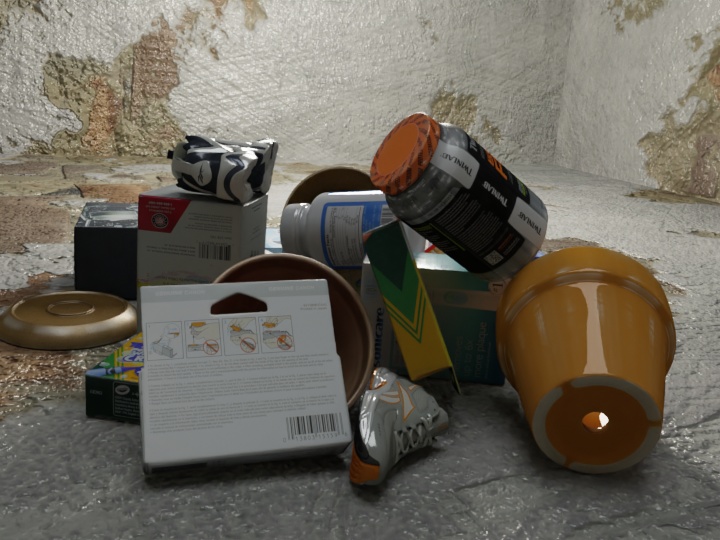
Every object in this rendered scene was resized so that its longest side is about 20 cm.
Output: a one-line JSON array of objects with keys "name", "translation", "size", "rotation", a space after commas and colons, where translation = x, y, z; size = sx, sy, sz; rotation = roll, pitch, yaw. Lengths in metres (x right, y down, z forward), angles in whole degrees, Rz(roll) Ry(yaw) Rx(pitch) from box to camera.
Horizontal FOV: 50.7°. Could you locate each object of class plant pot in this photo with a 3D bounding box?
[{"name": "plant pot", "translation": [0.242, 0.106, 0.813], "size": [0.197, 0.203, 0.184], "rotation": [6, 30, 8]}, {"name": "plant pot", "translation": [-0.409, 0.064, 1.072], "size": [0.197, 0.028, 0.200], "rotation": [5, 15, -1]}, {"name": "plant pot", "translation": [-0.024, -0.049, 1.301], "size": [0.183, 0.189, 0.200], "rotation": [7, -17, 11]}, {"name": "plant pot", "translation": [-0.089, 0.091, 0.843], "size": [0.198, 0.204, 0.093], "rotation": [0, -25, -15]}]

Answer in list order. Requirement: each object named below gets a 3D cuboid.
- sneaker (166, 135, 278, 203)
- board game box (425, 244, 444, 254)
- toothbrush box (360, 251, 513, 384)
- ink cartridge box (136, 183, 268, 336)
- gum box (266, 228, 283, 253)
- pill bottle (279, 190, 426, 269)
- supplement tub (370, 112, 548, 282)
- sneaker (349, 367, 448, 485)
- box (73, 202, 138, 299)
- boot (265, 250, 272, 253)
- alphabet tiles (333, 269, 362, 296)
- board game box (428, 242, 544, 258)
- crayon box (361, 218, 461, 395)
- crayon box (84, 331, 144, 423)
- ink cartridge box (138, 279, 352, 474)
[{"name": "sneaker", "translation": [-0.190, -0.147, 1.029], "size": [0.128, 0.081, 0.200], "rotation": [16, 24, 3]}, {"name": "board game box", "translation": [0.165, -0.025, 1.248], "size": [0.199, 0.047, 0.151], "rotation": [-38, -18, 27]}, {"name": "toothbrush box", "translation": [0.097, 0.058, 0.999], "size": [0.197, 0.149, 0.085], "rotation": [6, 15, 5]}, {"name": "ink cartridge box", "translation": [-0.216, -0.007, 1.053], "size": [0.143, 0.203, 0.145], "rotation": [7, 12, 6]}, {"name": "gum box", "translation": [-0.145, -0.046, 1.519], "size": [0.197, 0.045, 0.170], "rotation": [0, 16, -18]}, {"name": "pill bottle", "translation": [-0.011, -0.058, 1.097], "size": [0.197, 0.114, 0.112], "rotation": [1, 13, 21]}, {"name": "supplement tub", "translation": [0.113, -0.084, 0.875], "size": [0.199, 0.123, 0.122], "rotation": [34, -1, -29]}, {"name": "sneaker", "translation": [0.044, 0.155, 0.770], "size": [0.091, 0.077, 0.200], "rotation": [11, 17, 7]}, {"name": "box", "translation": [-0.368, -0.036, 1.275], "size": [0.197, 0.126, 0.197], "rotation": [0, 17, -15]}, {"name": "boot", "translation": [-0.166, 0.010, 1.245], "size": [0.198, 0.074, 0.090], "rotation": [16, 13, 35]}, {"name": "alphabet tiles", "translation": [0.000, 0.000, 1.148], "size": [0.164, 0.203, 0.006], "rotation": [-8, -26, -5]}, {"name": "board game box", "translation": [0.264, -0.035, 1.595], "size": [0.197, 0.044, 0.199], "rotation": [1, 14, -13]}, {"name": "crayon box", "translation": [0.059, 0.050, 0.878], "size": [0.050, 0.203, 0.127], "rotation": [-20, -5, 3]}, {"name": "crayon box", "translation": [-0.216, 0.114, 0.889], "size": [0.124, 0.052, 0.200], "rotation": [6, 15, 8]}, {"name": "ink cartridge box", "translation": [-0.118, 0.100, 0.753], "size": [0.197, 0.176, 0.044], "rotation": [-2, -26, -17]}]
